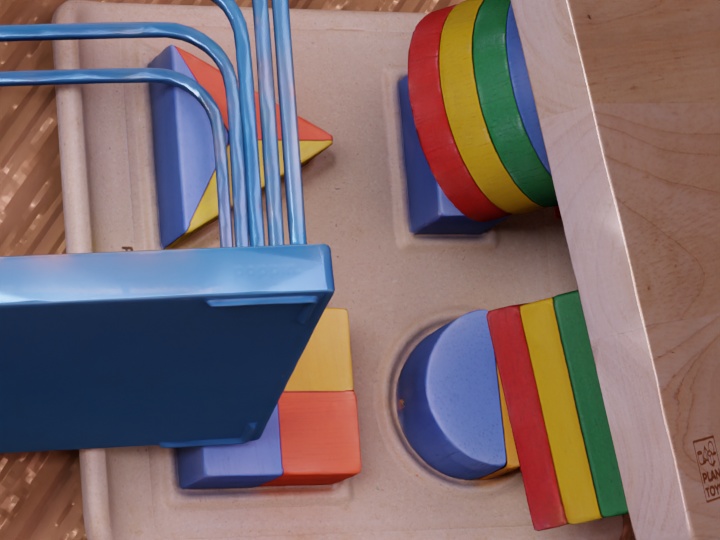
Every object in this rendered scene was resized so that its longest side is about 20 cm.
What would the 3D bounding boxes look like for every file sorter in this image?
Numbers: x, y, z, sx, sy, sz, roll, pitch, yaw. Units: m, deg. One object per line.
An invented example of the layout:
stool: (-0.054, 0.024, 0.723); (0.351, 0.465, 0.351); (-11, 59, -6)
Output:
file sorter: (-0.091, -0.025, 0.826); (0.138, 0.200, 0.123); (-2, 76, -8)

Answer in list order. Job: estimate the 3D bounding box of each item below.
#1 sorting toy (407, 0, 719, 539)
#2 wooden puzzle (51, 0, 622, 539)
sorting toy: (0.091, -0.014, 0.958); (0.200, 0.069, 0.200); (-6, 83, -62)
wooden puzzle: (0.000, 0.000, 0.970); (0.199, 0.046, 0.186); (1, 76, -26)
